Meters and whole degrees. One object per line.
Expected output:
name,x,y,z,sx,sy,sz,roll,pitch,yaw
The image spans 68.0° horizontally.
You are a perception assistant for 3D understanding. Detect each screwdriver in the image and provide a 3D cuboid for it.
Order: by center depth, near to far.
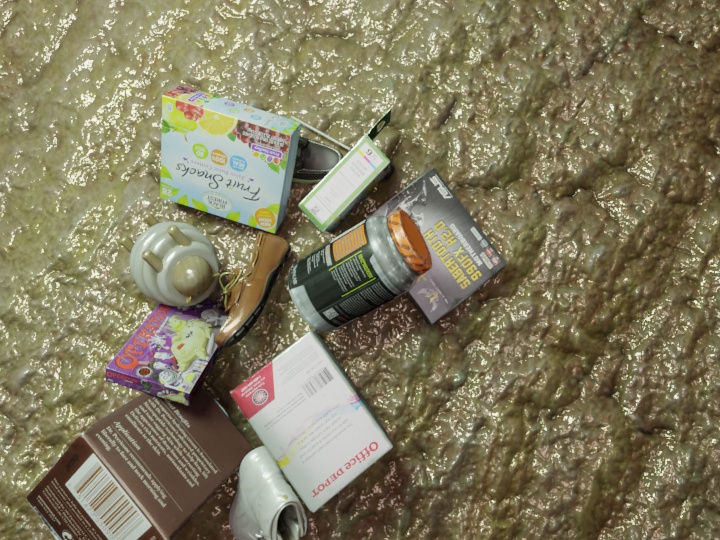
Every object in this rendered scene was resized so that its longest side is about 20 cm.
screwdriver,-0.033,-0.209,0.898,0.197,0.028,0.029,26,55,-2

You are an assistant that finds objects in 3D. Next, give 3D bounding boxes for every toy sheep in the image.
toy sheep,-0.286,-0.014,0.809,0.199,0.138,0.139,28,81,45

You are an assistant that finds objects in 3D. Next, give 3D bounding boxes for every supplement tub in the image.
supplement tub,0.000,0.000,0.798,0.198,0.122,0.124,-28,84,21

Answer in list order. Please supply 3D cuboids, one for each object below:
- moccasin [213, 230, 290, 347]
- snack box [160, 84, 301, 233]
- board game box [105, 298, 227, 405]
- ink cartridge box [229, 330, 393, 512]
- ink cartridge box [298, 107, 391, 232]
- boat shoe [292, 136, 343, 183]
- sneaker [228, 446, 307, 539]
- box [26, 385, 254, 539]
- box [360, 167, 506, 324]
moccasin,-0.175,0.023,0.815,0.077,0.074,0.204,25,63,-7
snack box,-0.204,-0.170,0.828,0.197,0.068,0.171,18,124,1
board game box,-0.266,0.104,0.785,0.118,0.201,0.033,12,121,1
ink cartridge box,-0.068,0.213,0.792,0.144,0.145,0.201,-35,85,-6
ink cartridge box,-0.003,-0.150,0.836,0.059,0.104,0.200,44,95,0
boat shoe,-0.123,-0.191,0.876,0.196,0.065,0.075,6,83,-1
sneaker,-0.130,0.360,0.749,0.073,0.115,0.203,-13,128,-32
box,-0.289,0.275,0.726,0.166,0.200,0.164,48,113,4
box,0.116,-0.040,0.874,0.157,0.048,0.201,-36,86,-5
